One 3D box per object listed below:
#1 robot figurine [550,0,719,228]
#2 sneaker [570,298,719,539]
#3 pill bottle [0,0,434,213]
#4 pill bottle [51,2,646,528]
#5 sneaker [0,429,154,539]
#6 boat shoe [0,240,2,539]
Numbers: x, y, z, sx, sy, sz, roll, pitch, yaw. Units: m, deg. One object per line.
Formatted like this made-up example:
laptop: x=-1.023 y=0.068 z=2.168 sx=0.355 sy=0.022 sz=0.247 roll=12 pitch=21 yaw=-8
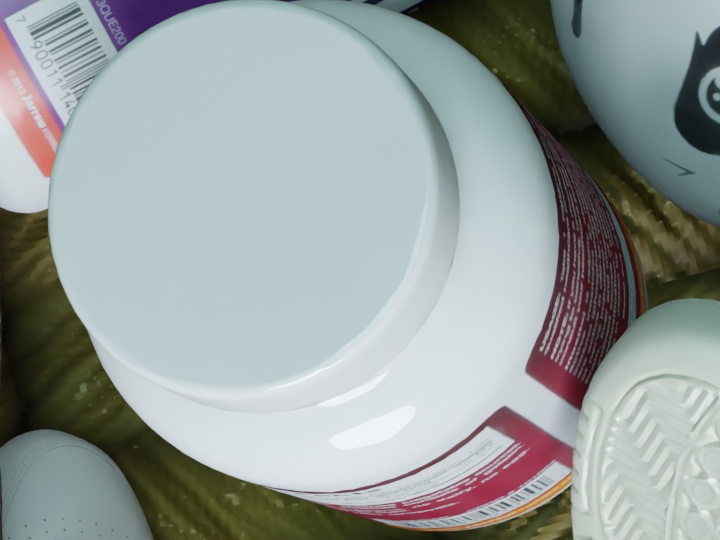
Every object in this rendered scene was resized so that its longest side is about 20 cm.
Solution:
robot figurine: x=0.146 y=-0.093 z=0.744 sx=0.200 sy=0.125 sz=0.150 roll=-33 pitch=86 yaw=-1
sneaker: x=0.121 y=0.070 z=0.721 sx=0.077 sy=0.111 sz=0.200 roll=-4 pitch=123 yaw=36
pill bottle: x=-0.035 y=-0.106 z=0.758 sx=0.200 sy=0.112 sz=0.112 roll=-28 pitch=85 yaw=-1
pill bottle: x=0.000 y=0.000 z=0.689 sx=0.113 sy=0.200 sz=0.113 roll=-3 pitch=80 yaw=14
sneaker: x=-0.066 y=0.122 z=0.724 sx=0.076 sy=0.081 sz=0.200 roll=15 pitch=51 yaw=-28
boat shoe: x=-0.124 y=0.071 z=0.710 sx=0.072 sy=0.072 sz=0.200 roll=-1 pitch=66 yaw=18
